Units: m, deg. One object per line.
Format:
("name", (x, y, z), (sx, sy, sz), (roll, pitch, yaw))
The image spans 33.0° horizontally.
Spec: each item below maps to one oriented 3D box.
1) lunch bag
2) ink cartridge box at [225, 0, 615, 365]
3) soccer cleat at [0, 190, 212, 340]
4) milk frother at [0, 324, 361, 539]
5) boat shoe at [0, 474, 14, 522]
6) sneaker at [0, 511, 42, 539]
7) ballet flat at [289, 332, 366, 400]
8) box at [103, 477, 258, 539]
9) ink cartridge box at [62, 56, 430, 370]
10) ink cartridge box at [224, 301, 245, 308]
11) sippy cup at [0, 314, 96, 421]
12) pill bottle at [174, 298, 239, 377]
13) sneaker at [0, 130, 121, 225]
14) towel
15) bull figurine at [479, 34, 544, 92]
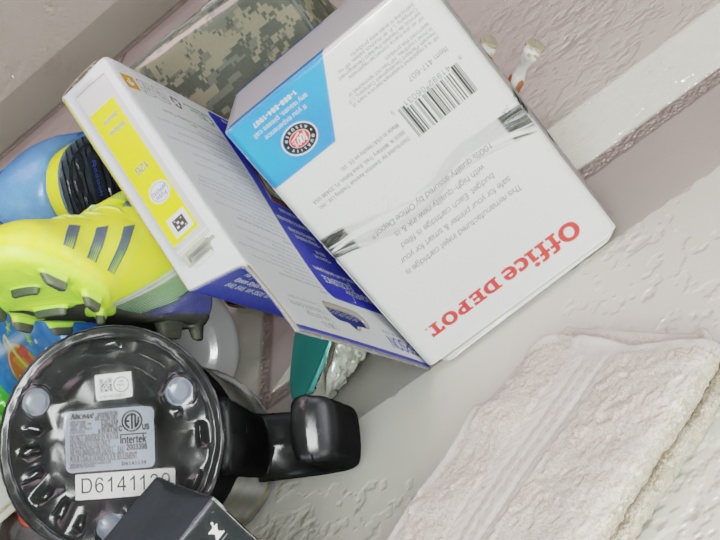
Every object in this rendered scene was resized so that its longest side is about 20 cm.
("lunch bag", (-0.079, -0.128, 0.945), (0.200, 0.140, 0.168), (-36, -1, 16))
("ink cartridge box", (0.037, -0.066, 0.747), (0.146, 0.200, 0.084), (-37, 20, 12))
("soccer cleat", (-0.143, -0.008, 0.658), (0.064, 0.200, 0.084), (-8, 78, 19))
("milk frother", (-0.098, 0.149, 0.686), (0.188, 0.179, 0.201), (63, -140, -78))
("boat shoe", (-0.253, 0.105, 0.879), (0.062, 0.075, 0.201), (-36, 31, 52))
("sneaker", (-0.213, 0.211, 0.832), (0.200, 0.077, 0.082), (-12, 46, 57))
("ballet flat", (0.000, 0.000, 0.846), (0.072, 0.071, 0.201), (-11, 66, 52))
("box", (-0.094, 0.214, 0.527), (0.200, 0.141, 0.079), (-50, 24, -21))
("ink cartridge box", (-0.061, -0.017, 0.719), (0.047, 0.200, 0.197), (-39, -23, 12))
("ink cartridge box", (-0.038, -0.060, 1.031), (0.200, 0.075, 0.164), (-50, 24, -20))
("sippy cup", (-0.183, 0.030, 0.822), (0.130, 0.139, 0.179), (-27, 65, 60))
("pill bottle", (-0.191, 0.064, 1.008), (0.113, 0.113, 0.200), (-52, 24, -23))
("sneaker", (-0.161, -0.059, 0.768), (0.078, 0.066, 0.200), (-9, 7, 24))
("towel", (0.083, 0.104, 0.575), (0.200, 0.034, 0.132), (-52, 23, -22))
("bull figurine", (0.081, -0.108, 0.910), (0.122, 0.065, 0.201), (118, 170, -47))
